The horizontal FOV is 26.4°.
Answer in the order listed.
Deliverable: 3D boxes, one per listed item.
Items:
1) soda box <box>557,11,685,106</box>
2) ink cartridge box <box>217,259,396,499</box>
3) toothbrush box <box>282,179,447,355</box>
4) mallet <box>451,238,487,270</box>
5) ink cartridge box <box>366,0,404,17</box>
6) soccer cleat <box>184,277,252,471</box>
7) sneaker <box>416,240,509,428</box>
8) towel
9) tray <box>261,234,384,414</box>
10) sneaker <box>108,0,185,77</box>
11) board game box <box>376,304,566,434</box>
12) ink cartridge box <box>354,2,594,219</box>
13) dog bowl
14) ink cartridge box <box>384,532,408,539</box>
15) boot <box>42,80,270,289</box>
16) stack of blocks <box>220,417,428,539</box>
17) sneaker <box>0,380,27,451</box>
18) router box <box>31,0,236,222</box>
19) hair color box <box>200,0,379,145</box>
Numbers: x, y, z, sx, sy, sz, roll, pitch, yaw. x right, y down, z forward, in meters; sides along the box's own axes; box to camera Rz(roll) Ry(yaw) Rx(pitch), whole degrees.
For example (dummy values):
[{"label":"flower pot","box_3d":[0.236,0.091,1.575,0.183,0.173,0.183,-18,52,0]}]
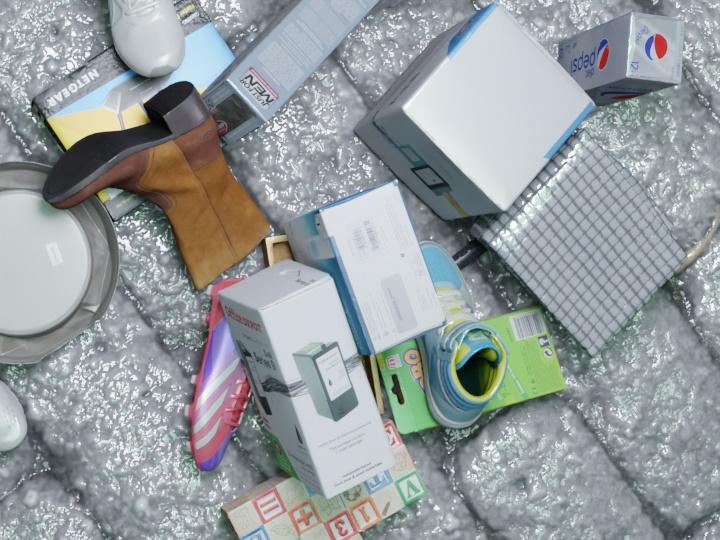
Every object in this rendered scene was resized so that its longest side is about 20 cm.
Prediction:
[{"label":"soda box","box_3d":[0.270,-0.219,1.615,0.063,0.200,0.069,5,88,-14]},{"label":"ink cartridge box","box_3d":[-0.055,0.103,1.505,0.083,0.146,0.202,-23,104,-18]},{"label":"toothbrush box","box_3d":[0.000,0.000,1.511,0.084,0.200,0.148,-21,94,-12]},{"label":"mallet","box_3d":[0.155,-0.059,1.671,0.199,0.041,0.066,-29,96,-8]},{"label":"ink cartridge box","box_3d":[0.041,-0.393,1.595,0.145,0.147,0.202,-25,95,-13]},{"label":"soccer cleat","box_3d":[-0.132,0.108,1.575,0.075,0.067,0.203,7,85,9]},{"label":"sneaker","box_3d":[0.101,0.053,1.573,0.079,0.131,0.202,-11,77,-16]},{"label":"towel","box_3d":[0.233,-0.034,1.633,0.166,0.086,0.200,-47,112,-2]},{"label":"tray","box_3d":[-0.040,0.059,1.620,0.097,0.037,0.203,-9,91,-13]},{"label":"sneaker","box_3d":[-0.226,-0.282,1.525,0.070,0.080,0.202,-17,64,-5]},{"label":"board game box","box_3d":[0.117,0.107,1.644,0.198,0.030,0.097,-13,80,-20]},{"label":"ink cartridge box","box_3d":[0.111,-0.157,1.569,0.146,0.200,0.147,43,80,-10]},{"label":"dog bowl","box_3d":[-0.342,-0.007,1.540,0.197,0.059,0.203,0,89,-13]},{"label":"ink cartridge box","box_3d":[0.059,0.398,1.577,0.146,0.145,0.201,30,82,-11]},{"label":"boot","box_3d":[-0.202,-0.063,1.539,0.188,0.068,0.201,-40,131,-19]},{"label":"stack of blocks","box_3d":[-0.032,0.253,1.604,0.199,0.059,0.116,-28,95,-12]},{"label":"sneaker","box_3d":[-0.410,0.108,1.507,0.200,0.087,0.075,42,78,-10]},{"label":"router box","box_3d":[-0.214,-0.167,1.577,0.199,0.051,0.150,-36,97,-12]},{"label":"hair color box","box_3d":[-0.073,-0.223,1.549,0.061,0.099,0.200,46,64,-12]}]
